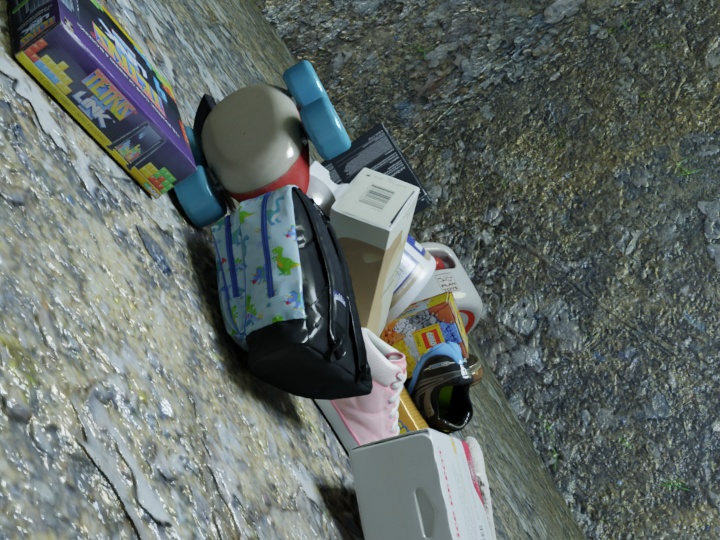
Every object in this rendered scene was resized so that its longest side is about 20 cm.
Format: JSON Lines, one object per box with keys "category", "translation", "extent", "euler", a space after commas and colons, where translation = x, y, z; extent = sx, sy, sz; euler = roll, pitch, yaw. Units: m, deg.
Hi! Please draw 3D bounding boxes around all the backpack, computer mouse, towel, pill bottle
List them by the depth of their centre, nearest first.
{"category": "backpack", "translation": [-0.070, 0.014, 1.009], "extent": [0.163, 0.153, 0.201], "euler": [39, 46, -57]}
{"category": "towel", "translation": [0.145, 0.312, 1.236], "extent": [0.133, 0.034, 0.202], "euler": [-76, 159, -81]}
{"category": "computer mouse", "translation": [-0.160, -0.110, 1.261], "extent": [0.141, 0.046, 0.201], "euler": [-114, -179, -70]}
{"category": "pill bottle", "translation": [-0.013, -0.034, 1.289], "extent": [0.200, 0.116, 0.116], "euler": [43, 9, -6]}

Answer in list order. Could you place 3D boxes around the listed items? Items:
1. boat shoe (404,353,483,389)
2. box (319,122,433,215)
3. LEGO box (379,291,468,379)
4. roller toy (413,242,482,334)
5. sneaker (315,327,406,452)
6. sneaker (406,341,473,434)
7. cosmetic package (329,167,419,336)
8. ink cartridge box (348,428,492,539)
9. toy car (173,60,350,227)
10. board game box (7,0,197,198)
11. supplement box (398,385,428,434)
{"category": "boat shoe", "translation": [0.102, 0.159, 1.390], "extent": [0.200, 0.072, 0.068], "euler": [-19, -88, 58]}
{"category": "box", "translation": [-0.006, -0.116, 1.660], "extent": [0.142, 0.199, 0.079], "euler": [60, 8, 15]}
{"category": "LEGO box", "translation": [0.065, 0.094, 1.405], "extent": [0.200, 0.148, 0.078], "euler": [-29, 99, -83]}
{"category": "roller toy", "translation": [0.094, 0.058, 1.659], "extent": [0.140, 0.182, 0.200], "euler": [62, 9, 28]}
{"category": "sneaker", "translation": [0.024, 0.153, 1.136], "extent": [0.201, 0.104, 0.075], "euler": [57, 6, -9]}
{"category": "sneaker", "translation": [0.091, 0.181, 1.290], "extent": [0.083, 0.070, 0.201], "euler": [56, -37, 40]}
{"category": "cosmetic package", "translation": [0.000, 0.000, 1.167], "extent": [0.071, 0.201, 0.105], "euler": [21, 39, 11]}
{"category": "ink cartridge box", "translation": [0.066, 0.238, 1.004], "extent": [0.200, 0.085, 0.149], "euler": [36, 40, -68]}
{"category": "toy car", "translation": [-0.086, -0.090, 1.158], "extent": [0.201, 0.183, 0.177], "euler": [60, 4, -38]}
{"category": "board game box", "translation": [-0.245, -0.189, 0.987], "extent": [0.200, 0.057, 0.166], "euler": [50, 9, -44]}
{"category": "supplement box", "translation": [0.039, 0.185, 1.240], "extent": [0.201, 0.066, 0.069], "euler": [58, 8, 10]}
